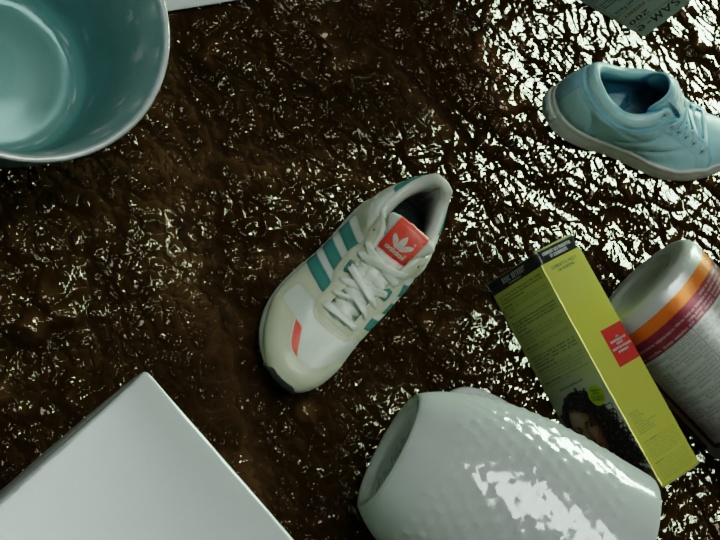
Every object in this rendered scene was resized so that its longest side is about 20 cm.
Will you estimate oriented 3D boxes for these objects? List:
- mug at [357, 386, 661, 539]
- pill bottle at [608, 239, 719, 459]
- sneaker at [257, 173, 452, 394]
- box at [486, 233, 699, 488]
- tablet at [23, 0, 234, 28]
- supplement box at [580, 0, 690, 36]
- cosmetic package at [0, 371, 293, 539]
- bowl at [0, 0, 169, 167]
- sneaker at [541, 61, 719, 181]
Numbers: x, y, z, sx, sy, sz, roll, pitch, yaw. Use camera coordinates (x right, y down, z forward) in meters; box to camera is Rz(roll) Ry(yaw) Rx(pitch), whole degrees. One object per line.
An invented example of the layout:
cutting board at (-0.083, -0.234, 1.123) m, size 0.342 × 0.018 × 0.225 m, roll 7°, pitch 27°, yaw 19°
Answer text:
mug at (0.097, 0.153, 1.045) m, size 0.175 × 0.148 × 0.200 m, roll 29°, pitch 27°, yaw -7°
pill bottle at (0.291, 0.081, 1.192) m, size 0.200 × 0.109 × 0.110 m, roll 45°, pitch 55°, yaw -5°
sneaker at (0.001, 0.000, 1.071) m, size 0.070 × 0.093 × 0.200 m, roll 43°, pitch 55°, yaw -6°
box at (0.178, 0.078, 1.152) m, size 0.050 × 0.075 × 0.201 m, roll -23°, pitch 81°, yaw -35°
tablet at (-0.180, -0.252, 1.127) m, size 0.199 × 0.014 × 0.131 m, roll -16°, pitch 78°, yaw -33°
supplement box at (0.205, -0.317, 1.336) m, size 0.199 × 0.073 × 0.127 m, roll 24°, pitch 60°, yaw -19°
cosmetic package at (-0.155, 0.194, 0.835) m, size 0.168 × 0.200 × 0.166 m, roll 49°, pitch 55°, yaw -3°
bowl at (-0.237, -0.148, 0.989) m, size 0.199 × 0.105 × 0.202 m, roll 10°, pitch 68°, yaw -24°
sneaker at (0.258, -0.130, 1.281) m, size 0.199 × 0.082 × 0.075 m, roll 8°, pitch 67°, yaw -27°
